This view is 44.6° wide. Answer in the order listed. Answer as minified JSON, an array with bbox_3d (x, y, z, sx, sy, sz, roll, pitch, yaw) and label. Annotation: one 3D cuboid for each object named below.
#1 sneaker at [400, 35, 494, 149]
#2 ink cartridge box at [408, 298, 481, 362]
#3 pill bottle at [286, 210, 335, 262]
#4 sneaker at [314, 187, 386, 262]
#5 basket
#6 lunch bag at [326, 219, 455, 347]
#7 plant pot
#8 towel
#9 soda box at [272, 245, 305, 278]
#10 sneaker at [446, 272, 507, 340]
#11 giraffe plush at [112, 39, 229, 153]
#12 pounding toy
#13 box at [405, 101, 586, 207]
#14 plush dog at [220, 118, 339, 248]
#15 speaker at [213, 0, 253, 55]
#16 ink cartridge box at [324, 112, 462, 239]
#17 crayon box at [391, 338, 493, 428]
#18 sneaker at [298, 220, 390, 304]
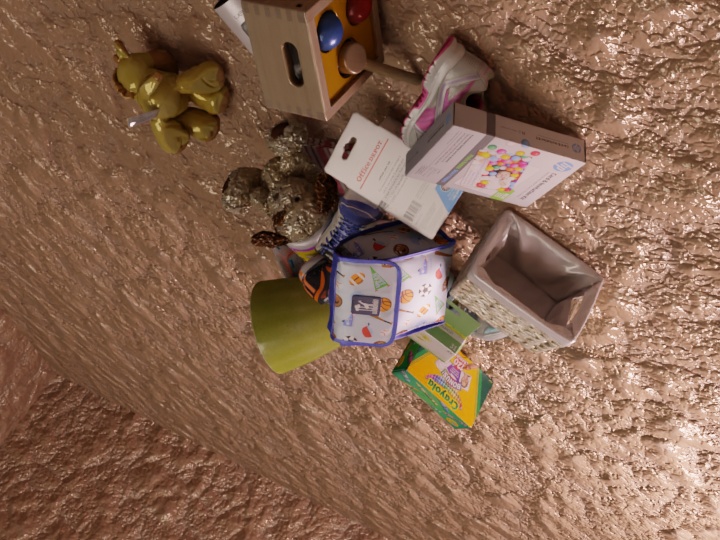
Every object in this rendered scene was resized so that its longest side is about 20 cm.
[{"bbox_3d":[0.119,-0.222,1.203,0.088,0.082,0.200,30,149,3],"label":"sneaker"},{"bbox_3d":[0.128,0.094,1.591,0.145,0.048,0.200,37,165,3],"label":"ink cartridge box"},{"bbox_3d":[-0.068,-0.055,1.613,0.104,0.105,0.200,17,166,27],"label":"pill bottle"},{"bbox_3d":[-0.017,-0.065,1.448,0.080,0.116,0.199,26,174,-5],"label":"sneaker"},{"bbox_3d":[0.259,0.025,1.403,0.200,0.136,0.123,35,156,-5],"label":"basket"},{"bbox_3d":[0.042,0.022,1.397,0.124,0.199,0.171,44,139,46],"label":"lunch bag"},{"bbox_3d":[-0.085,0.086,1.711,0.199,0.188,0.188,-16,133,15],"label":"plant pot"},{"bbox_3d":[-0.018,-0.164,1.504,0.199,0.030,0.147,15,147,36],"label":"towel"},{"bbox_3d":[-0.122,0.002,1.811,0.068,0.063,0.201,44,161,36],"label":"soda box"},{"bbox_3d":[0.191,0.057,1.579,0.199,0.080,0.131,-1,138,46],"label":"sneaker"},{"bbox_3d":[-0.342,-0.308,1.485,0.162,0.199,0.173,45,127,30],"label":"giraffe plush"},{"bbox_3d":[-0.029,-0.298,1.159,0.142,0.184,0.201,18,140,27],"label":"pounding toy"},{"bbox_3d":[0.182,-0.154,1.209,0.199,0.041,0.156,11,157,-19],"label":"box"},{"bbox_3d":[-0.113,-0.120,1.453,0.200,0.172,0.160,-41,138,22],"label":"plush dog"},{"bbox_3d":[-0.121,-0.332,1.283,0.081,0.081,0.200,-6,133,50],"label":"speaker"},{"bbox_3d":[0.059,-0.154,1.343,0.199,0.068,0.116,32,119,1],"label":"ink cartridge box"},{"bbox_3d":[0.172,0.221,1.817,0.200,0.119,0.058,43,151,-18],"label":"crayon box"},{"bbox_3d":[0.000,0.000,1.543,0.112,0.199,0.078,52,170,29],"label":"sneaker"}]
